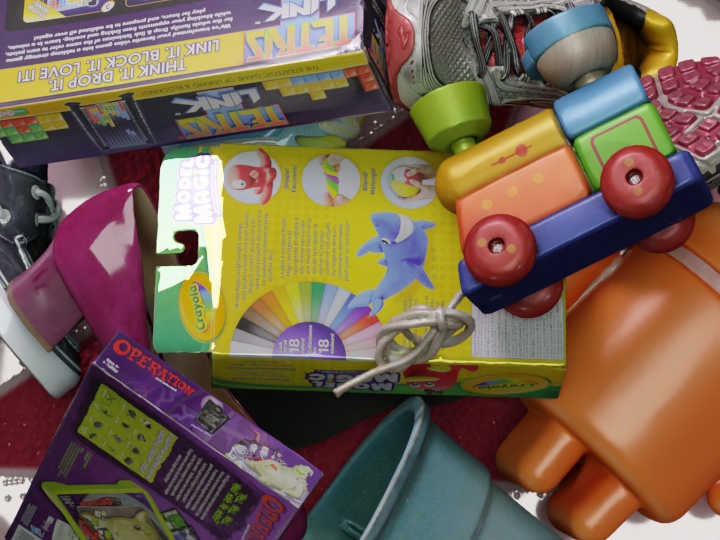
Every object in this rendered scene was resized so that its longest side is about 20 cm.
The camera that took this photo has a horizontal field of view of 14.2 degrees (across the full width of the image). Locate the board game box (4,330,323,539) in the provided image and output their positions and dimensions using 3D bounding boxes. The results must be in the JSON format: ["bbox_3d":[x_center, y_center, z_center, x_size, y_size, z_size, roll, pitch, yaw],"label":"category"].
[{"bbox_3d":[-0.100,0.116,1.418,0.120,0.200,0.032,38,55,4],"label":"board game box"}]

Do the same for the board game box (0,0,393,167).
[{"bbox_3d":[-0.083,-0.146,1.451,0.199,0.057,0.166,-7,58,14],"label":"board game box"}]

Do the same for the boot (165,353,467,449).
[{"bbox_3d":[-0.022,0.039,1.496,0.199,0.076,0.074,-11,127,11],"label":"boot"}]

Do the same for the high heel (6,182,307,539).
[{"bbox_3d":[-0.080,0.050,1.430,0.200,0.067,0.096,43,123,-12],"label":"high heel"}]

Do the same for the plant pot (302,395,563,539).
[{"bbox_3d":[0.052,0.200,1.421,0.196,0.200,0.200,35,85,-7],"label":"plant pot"}]

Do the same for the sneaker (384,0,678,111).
[{"bbox_3d":[0.084,-0.118,1.438,0.082,0.200,0.078,1,95,40],"label":"sneaker"}]

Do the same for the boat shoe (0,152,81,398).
[{"bbox_3d":[-0.187,-0.032,1.491,0.068,0.072,0.200,-31,79,-3],"label":"boat shoe"}]

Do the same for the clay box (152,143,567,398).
[{"bbox_3d":[0.000,0.000,1.416,0.199,0.048,0.115,2,66,-1],"label":"clay box"}]

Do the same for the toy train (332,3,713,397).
[{"bbox_3d":[0.054,-0.036,1.361,0.200,0.085,0.116,-26,71,8],"label":"toy train"}]

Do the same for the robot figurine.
[{"bbox_3d":[0.157,0.046,1.465,0.200,0.117,0.144,-46,61,-5],"label":"robot figurine"}]

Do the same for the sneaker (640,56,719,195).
[{"bbox_3d":[0.195,-0.068,1.435,0.200,0.081,0.075,-28,126,-8],"label":"sneaker"}]

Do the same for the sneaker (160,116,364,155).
[{"bbox_3d":[-0.010,-0.081,1.494,0.199,0.080,0.131,-20,84,6],"label":"sneaker"}]
